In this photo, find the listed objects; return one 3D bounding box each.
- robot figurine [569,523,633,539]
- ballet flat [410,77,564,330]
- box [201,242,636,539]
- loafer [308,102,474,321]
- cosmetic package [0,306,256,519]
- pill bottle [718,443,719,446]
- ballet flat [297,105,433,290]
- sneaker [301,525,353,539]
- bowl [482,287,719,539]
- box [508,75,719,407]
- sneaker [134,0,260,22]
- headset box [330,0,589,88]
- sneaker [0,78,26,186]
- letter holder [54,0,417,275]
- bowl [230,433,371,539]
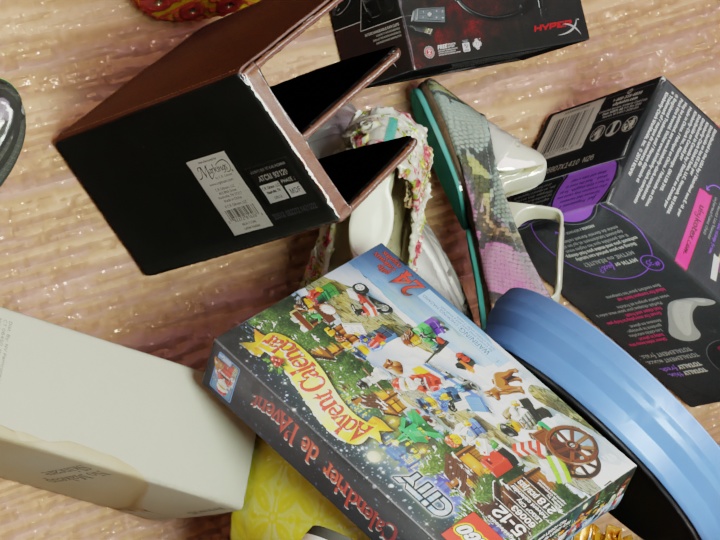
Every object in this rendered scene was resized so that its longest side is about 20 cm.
[{"bbox_3d":[0.132,0.219,1.718,0.058,0.200,0.145,8,60,7],"label":"robot figurine"},{"bbox_3d":[0.088,-0.035,1.775,0.071,0.069,0.200,-15,64,-2],"label":"ballet flat"},{"bbox_3d":[0.032,0.083,1.555,0.200,0.038,0.137,41,47,21],"label":"box"},{"bbox_3d":[0.009,-0.014,1.754,0.070,0.070,0.200,-31,111,4],"label":"loafer"},{"bbox_3d":[-0.167,0.078,1.580,0.200,0.104,0.073,20,71,-30],"label":"cosmetic package"},{"bbox_3d":[0.242,0.219,1.838,0.120,0.120,0.200,31,65,-28],"label":"pill bottle"},{"bbox_3d":[0.000,0.000,1.687,0.076,0.064,0.200,6,116,3],"label":"ballet flat"},{"bbox_3d":[0.004,0.237,1.519,0.121,0.084,0.200,-49,119,-20],"label":"sneaker"},{"bbox_3d":[0.143,0.094,1.642,0.039,0.201,0.201,-45,109,-11],"label":"bowl"},{"bbox_3d":[0.206,-0.015,1.853,0.200,0.122,0.106,41,60,-24],"label":"box"},{"bbox_3d":[-0.054,-0.217,1.713,0.200,0.073,0.077,-33,61,-4],"label":"sneaker"},{"bbox_3d":[0.047,-0.225,1.806,0.149,0.077,0.200,-12,90,-37],"label":"headset box"},{"bbox_3d":[-0.252,-0.044,1.551,0.200,0.084,0.077,-37,104,-34],"label":"sneaker"},{"bbox_3d":[-0.052,-0.090,1.631,0.142,0.200,0.101,-44,107,-33],"label":"letter holder"},{"bbox_3d":[0.037,0.145,1.617,0.200,0.108,0.200,-1,91,-37],"label":"bowl"}]
